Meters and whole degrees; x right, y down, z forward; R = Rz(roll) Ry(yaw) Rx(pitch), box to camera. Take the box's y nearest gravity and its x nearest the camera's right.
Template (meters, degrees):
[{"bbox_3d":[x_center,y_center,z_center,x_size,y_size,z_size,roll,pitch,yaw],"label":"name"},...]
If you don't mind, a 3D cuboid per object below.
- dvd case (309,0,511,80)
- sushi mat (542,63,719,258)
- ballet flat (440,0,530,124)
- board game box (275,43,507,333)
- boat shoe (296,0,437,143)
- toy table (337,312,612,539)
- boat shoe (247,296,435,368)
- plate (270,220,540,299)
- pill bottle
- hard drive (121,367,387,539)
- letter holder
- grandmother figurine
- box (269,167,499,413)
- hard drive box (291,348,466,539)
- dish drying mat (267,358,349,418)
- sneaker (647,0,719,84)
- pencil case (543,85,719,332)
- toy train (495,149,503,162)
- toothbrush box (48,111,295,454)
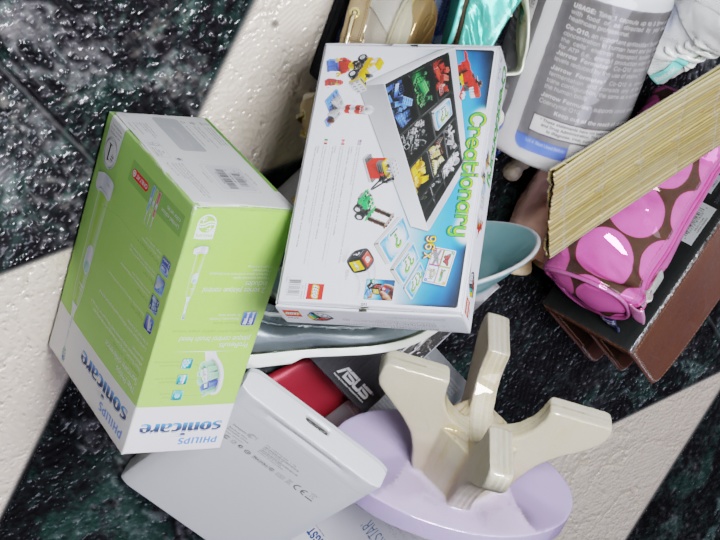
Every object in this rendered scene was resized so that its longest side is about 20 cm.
[{"bbox_3d":[0.067,-0.199,1.251,0.200,0.018,0.143,4,117,-36],"label":"dvd case"},{"bbox_3d":[0.216,-0.088,1.261,0.200,0.012,0.096,-32,146,-23],"label":"sushi mat"},{"bbox_3d":[0.081,-0.142,1.199,0.070,0.067,0.200,19,98,-7],"label":"ballet flat"},{"bbox_3d":[0.023,-0.059,1.092,0.035,0.126,0.200,62,35,-62],"label":"board game box"},{"bbox_3d":[-0.010,-0.116,1.198,0.200,0.069,0.074,-67,165,12],"label":"boat shoe"},{"bbox_3d":[0.086,0.132,1.274,0.200,0.184,0.117,8,129,-17],"label":"toy table"},{"bbox_3d":[-0.022,0.028,1.239,0.200,0.073,0.062,-8,107,-22],"label":"boat shoe"},{"bbox_3d":[0.032,0.003,1.174,0.200,0.200,0.026,-18,107,-24],"label":"plate"},{"bbox_3d":[0.170,-0.183,1.240,0.114,0.114,0.200,0,121,-35],"label":"pill bottle"},{"bbox_3d":[-0.087,0.158,1.275,0.132,0.027,0.200,38,138,-14],"label":"hard drive"},{"bbox_3d":[0.276,-0.002,1.447,0.200,0.101,0.142,-54,144,-7],"label":"letter holder"},{"bbox_3d":[0.177,-0.093,1.377,0.121,0.061,0.200,-14,131,-43],"label":"grandmother figurine"},{"bbox_3d":[0.000,0.000,1.312,0.158,0.048,0.200,-42,129,-2],"label":"box"},{"bbox_3d":[0.021,0.179,1.434,0.200,0.077,0.156,-37,143,-6],"label":"hard drive box"},{"bbox_3d":[-0.069,0.114,1.380,0.200,0.018,0.077,-25,133,-17],"label":"dish drying mat"},{"bbox_3d":[0.255,-0.181,1.263,0.075,0.200,0.089,23,100,-25],"label":"sneaker"},{"bbox_3d":[0.237,-0.054,1.354,0.200,0.094,0.091,-59,145,-13],"label":"pencil case"},{"bbox_3d":[0.073,-0.076,1.266,0.046,0.034,0.200,-41,-179,36],"label":"toy train"},{"bbox_3d":[-0.139,0.008,1.165,0.086,0.146,0.200,2,118,-36],"label":"toothbrush box"}]
